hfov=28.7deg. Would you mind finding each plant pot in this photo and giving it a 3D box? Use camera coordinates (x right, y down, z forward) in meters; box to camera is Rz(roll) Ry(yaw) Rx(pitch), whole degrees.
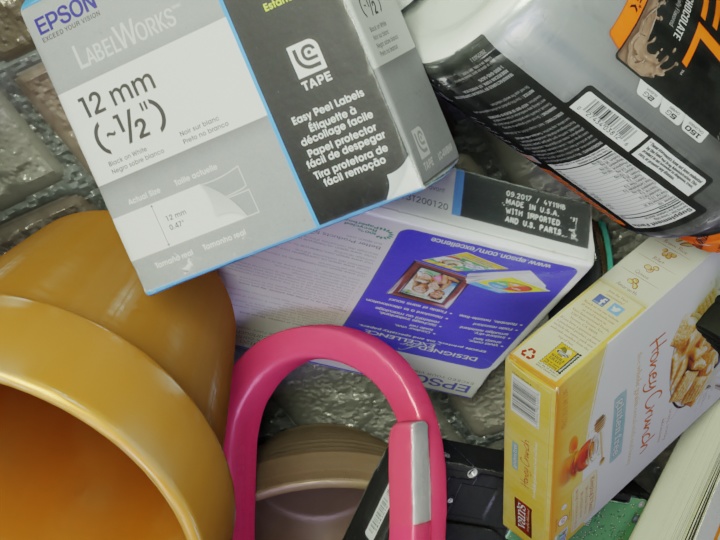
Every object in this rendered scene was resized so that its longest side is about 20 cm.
[{"bbox_3d":[-0.023,0.165,0.907,0.199,0.093,0.202,-2,134,-2],"label":"plant pot"},{"bbox_3d":[-0.144,0.070,0.679,0.198,0.184,0.201,6,124,9],"label":"plant pot"}]

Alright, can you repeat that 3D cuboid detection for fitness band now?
[{"bbox_3d":[-0.022,0.130,0.766,0.143,0.202,0.037,1,178,34],"label":"fitness band"}]

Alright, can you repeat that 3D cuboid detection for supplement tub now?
[{"bbox_3d":[0.123,-0.096,0.659,0.199,0.123,0.122,31,124,-30],"label":"supplement tub"}]

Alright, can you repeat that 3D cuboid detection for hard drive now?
[{"bbox_3d":[0.074,0.175,0.839,0.199,0.038,0.141,15,106,-35],"label":"hard drive"}]

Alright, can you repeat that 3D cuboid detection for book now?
[{"bbox_3d":[0.221,0.183,0.889,0.133,0.048,0.201,32,80,-44],"label":"book"}]

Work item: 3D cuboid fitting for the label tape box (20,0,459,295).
[{"bbox_3d":[-0.063,-0.108,0.598,0.142,0.066,0.201,-19,101,24],"label":"label tape box"}]

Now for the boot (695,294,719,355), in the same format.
[{"bbox_3d":[0.285,0.017,0.786,0.158,0.079,0.211,-53,140,-2],"label":"boot"}]

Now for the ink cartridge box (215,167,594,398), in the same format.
[{"bbox_3d":[0.000,0.000,0.762,0.197,0.044,0.200,13,152,-9],"label":"ink cartridge box"}]

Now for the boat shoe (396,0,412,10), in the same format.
[{"bbox_3d":[-0.017,-0.141,0.637,0.060,0.076,0.200,25,126,-32],"label":"boat shoe"}]

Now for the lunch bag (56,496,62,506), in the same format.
[{"bbox_3d":[-0.161,0.233,0.804,0.170,0.128,0.200,-34,99,27],"label":"lunch bag"}]

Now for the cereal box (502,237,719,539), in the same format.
[{"bbox_3d":[0.157,0.049,0.775,0.200,0.039,0.145,-36,141,-27],"label":"cereal box"}]

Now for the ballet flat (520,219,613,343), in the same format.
[{"bbox_3d":[0.120,0.053,0.835,0.072,0.073,0.201,-10,135,4],"label":"ballet flat"}]
